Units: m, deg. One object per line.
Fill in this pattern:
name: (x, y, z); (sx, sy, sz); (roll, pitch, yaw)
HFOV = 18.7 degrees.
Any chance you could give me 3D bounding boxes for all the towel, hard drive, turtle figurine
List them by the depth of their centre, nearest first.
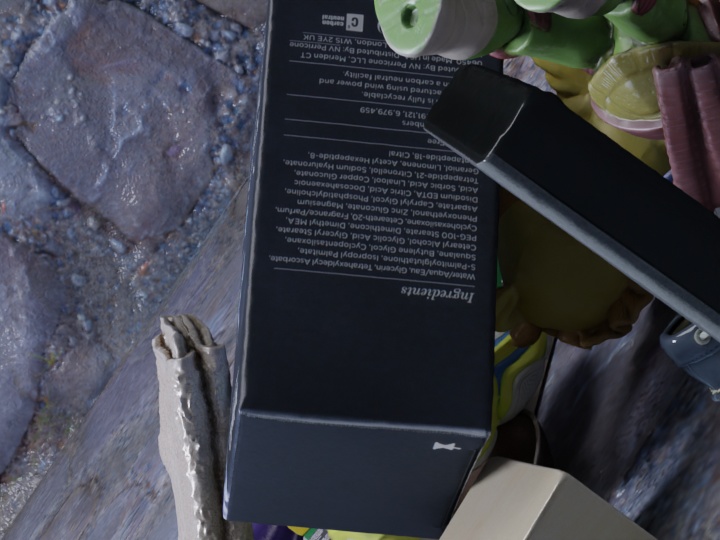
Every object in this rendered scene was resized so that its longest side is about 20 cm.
hard drive: (0.117, 0.000, 0.745); (0.033, 0.199, 0.140); (-54, 10, 4)
turtle figurine: (0.105, -0.131, 0.845); (0.144, 0.193, 0.201); (32, 110, 41)
towel: (-0.075, 0.124, 1.085); (0.133, 0.034, 0.202); (-157, 58, -80)

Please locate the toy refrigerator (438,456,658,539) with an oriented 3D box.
toy refrigerator: (0.042, 0.181, 0.897); (0.201, 0.070, 0.076); (-58, 18, -11)

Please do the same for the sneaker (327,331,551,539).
sneaker: (0.024, 0.054, 1.084); (0.076, 0.105, 0.200); (-39, 13, 42)

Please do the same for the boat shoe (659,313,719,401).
boat shoe: (0.197, -0.031, 0.862); (0.200, 0.062, 0.075); (-52, 8, 16)

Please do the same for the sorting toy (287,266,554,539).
sorting toy: (0.034, 0.063, 1.295); (0.200, 0.069, 0.199); (-48, 13, 37)

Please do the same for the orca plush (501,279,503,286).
orca plush: (0.155, -0.035, 1.148); (0.200, 0.071, 0.105); (-42, -31, 15)

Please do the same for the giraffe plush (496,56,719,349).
giraffe plush: (0.120, -0.041, 1.041); (0.163, 0.171, 0.201); (120, 159, -47)

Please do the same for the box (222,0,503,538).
box: (0.000, 0.000, 0.971); (0.149, 0.106, 0.202); (104, 169, -65)

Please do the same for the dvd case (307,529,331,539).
dvd case: (-0.018, 0.182, 1.128); (0.146, 0.022, 0.200); (-51, 10, 23)

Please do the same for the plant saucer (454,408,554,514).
plant saucer: (0.038, 0.160, 1.080); (0.201, 0.032, 0.200); (-53, 11, 15)

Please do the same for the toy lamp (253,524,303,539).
toy lamp: (-0.094, 0.239, 1.366); (0.201, 0.058, 0.058); (-60, 11, -26)
